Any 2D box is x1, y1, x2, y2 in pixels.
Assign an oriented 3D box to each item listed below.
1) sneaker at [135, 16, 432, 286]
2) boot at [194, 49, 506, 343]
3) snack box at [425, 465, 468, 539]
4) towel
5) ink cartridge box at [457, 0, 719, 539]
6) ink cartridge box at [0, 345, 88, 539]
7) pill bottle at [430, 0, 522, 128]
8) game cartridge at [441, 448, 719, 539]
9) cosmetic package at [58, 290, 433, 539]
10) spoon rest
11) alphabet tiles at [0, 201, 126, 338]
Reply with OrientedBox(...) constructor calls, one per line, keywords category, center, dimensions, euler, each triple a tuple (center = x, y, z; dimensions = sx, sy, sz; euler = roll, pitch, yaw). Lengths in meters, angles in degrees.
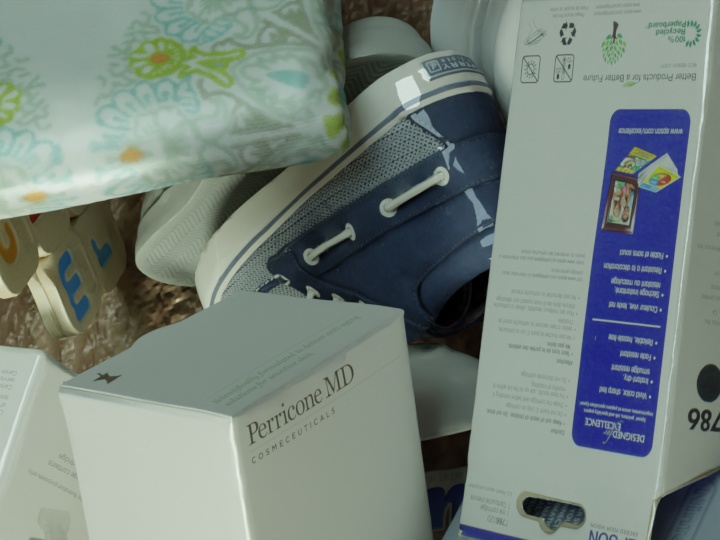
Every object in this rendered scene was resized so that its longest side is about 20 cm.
OrientedBox(category="sneaker", center=(-0.040, -0.086, 0.946), dimensions=(0.200, 0.073, 0.116), euler=(-35, 46, 44))
OrientedBox(category="boot", center=(0.000, 0.000, 0.880), dimensions=(0.200, 0.073, 0.091), euler=(-46, 63, 49))
OrientedBox(category="snack box", center=(0.033, 0.117, 0.854), dimensions=(0.199, 0.024, 0.072), euler=(-12, 59, 29))
OrientedBox(category="towel", center=(-0.094, -0.115, 0.869), dimensions=(0.170, 0.048, 0.201), euler=(-12, 54, 10))
OrientedBox(category="ink cartridge box", center=(0.089, 0.003, 0.747), dimensions=(0.099, 0.039, 0.201), euler=(7, 88, 52))
OrientedBox(category="ink cartridge box", center=(-0.201, 0.138, 0.961), dimensions=(0.145, 0.085, 0.201), euler=(4, 68, 35))
OrientedBox(category="pill bottle", center=(0.126, -0.078, 0.835), dimensions=(0.200, 0.112, 0.112), euler=(27, 83, 40))
OrientedBox(category="game cartridge", center=(0.085, 0.103, 0.749), dimensions=(0.133, 0.040, 0.200), euler=(-8, 43, 49))
OrientedBox(category="cosmetic package", center=(-0.032, 0.119, 0.777), dimensions=(0.085, 0.108, 0.201), euler=(8, 115, 36))
OrientedBox(category="spoon rest", center=(-0.019, 0.064, 0.886), dimensions=(0.200, 0.099, 0.061), euler=(-2, 97, 45))
OrientedBox(category="alphabet tiles", center=(-0.156, -0.074, 0.960), dimensions=(0.015, 0.201, 0.196), euler=(-15, 20, 14))
